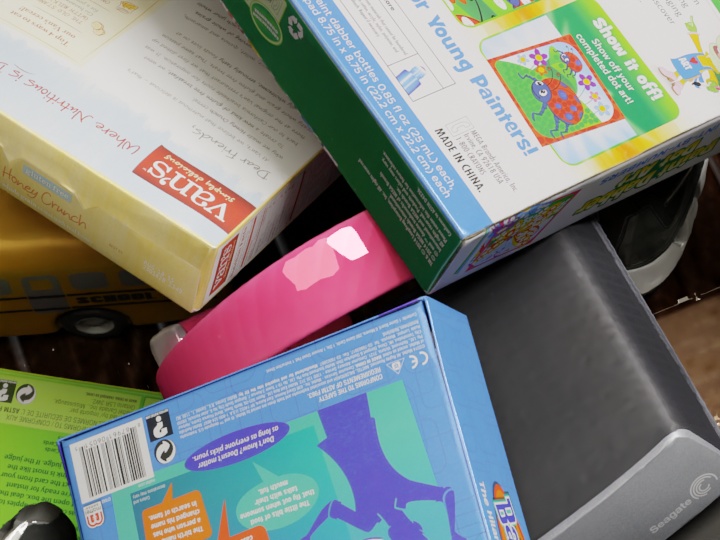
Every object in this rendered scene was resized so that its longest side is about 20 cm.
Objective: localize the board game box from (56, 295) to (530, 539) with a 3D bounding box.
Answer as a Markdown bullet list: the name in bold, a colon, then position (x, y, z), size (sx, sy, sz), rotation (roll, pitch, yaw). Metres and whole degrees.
- **board game box**: position (-0.011, 0.130, 0.813), size (0.151, 0.045, 0.201), rotation (-21, 71, 19)

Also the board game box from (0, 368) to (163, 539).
- **board game box**: position (-0.123, 0.098, 0.961), size (0.199, 0.048, 0.102), rotation (8, 68, 11)

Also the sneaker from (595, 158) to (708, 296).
- **sneaker**: position (0.127, -0.093, 0.989), size (0.066, 0.091, 0.201), rotation (13, 68, 12)

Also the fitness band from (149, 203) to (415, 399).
- **fitness band**: position (0.000, 0.000, 0.921), size (0.143, 0.200, 0.038), rotation (-32, 86, 37)

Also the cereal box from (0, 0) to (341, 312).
- **cereal box**: position (-0.066, -0.081, 0.933), size (0.143, 0.040, 0.200), rotation (32, 44, 13)

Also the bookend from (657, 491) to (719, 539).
- **bookend**: position (0.094, 0.163, 0.880), size (0.198, 0.092, 0.201), rotation (27, 83, 30)

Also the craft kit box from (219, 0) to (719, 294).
- **craft kit box**: position (0.049, -0.113, 0.884), size (0.197, 0.049, 0.200), rotation (-25, 72, -29)

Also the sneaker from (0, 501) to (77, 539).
- **sneaker**: position (-0.127, 0.188, 0.891), size (0.090, 0.070, 0.201), rotation (21, 96, 1)

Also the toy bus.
- **toy bus**: position (-0.153, -0.012, 0.996), size (0.199, 0.078, 0.065), rotation (-4, 65, 3)

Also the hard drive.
- **hard drive**: position (0.024, 0.075, 0.868), size (0.199, 0.042, 0.135), rotation (-34, 60, 11)
